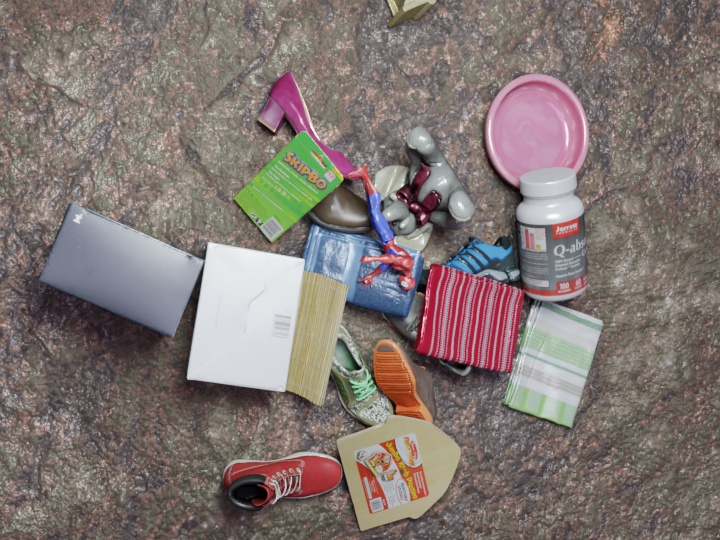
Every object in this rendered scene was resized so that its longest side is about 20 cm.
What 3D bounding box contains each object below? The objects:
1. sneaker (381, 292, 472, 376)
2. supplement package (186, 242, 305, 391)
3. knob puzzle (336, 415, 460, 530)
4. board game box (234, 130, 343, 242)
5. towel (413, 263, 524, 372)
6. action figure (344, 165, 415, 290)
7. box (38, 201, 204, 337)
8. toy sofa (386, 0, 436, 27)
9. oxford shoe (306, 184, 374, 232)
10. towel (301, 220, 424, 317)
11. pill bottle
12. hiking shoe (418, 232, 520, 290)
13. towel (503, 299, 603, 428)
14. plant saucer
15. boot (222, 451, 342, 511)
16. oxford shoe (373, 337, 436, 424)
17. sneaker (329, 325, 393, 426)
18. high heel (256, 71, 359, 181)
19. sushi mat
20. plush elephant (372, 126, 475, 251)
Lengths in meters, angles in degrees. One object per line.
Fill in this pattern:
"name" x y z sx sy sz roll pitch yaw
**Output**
"sneaker" 0.118 0.103 1.276 0.198 0.082 0.078 37 97 -11
"supplement package" -0.180 0.071 1.194 0.152 0.111 0.206 10 88 -13
"knob puzzle" 0.071 0.323 1.273 0.213 0.031 0.226 -3 109 -9
"board game box" -0.110 -0.130 1.183 0.096 0.199 0.030 48 43 -8
"towel" 0.182 0.081 1.254 0.196 0.022 0.149 14 84 -26
"action figure" 0.014 -0.048 1.178 0.098 0.065 0.203 -30 99 -2
"box" -0.337 0.000 1.111 0.193 0.200 0.120 24 84 -12
"toy sofa" 0.061 -0.522 1.272 0.096 0.083 0.204 -26 96 -17
"oxford shoe" -0.055 -0.123 1.219 0.196 0.085 0.074 24 54 -5
"towel" 0.000 0.000 1.245 0.195 0.049 0.115 16 87 4
"pill bottle" 0.322 -0.062 1.292 0.113 0.116 0.205 -15 110 -13
"hiking shoe" 0.179 -0.011 1.311 0.195 0.074 0.089 -6 84 -24
"towel" 0.348 0.165 1.366 0.146 0.031 0.205 19 85 -12
"plant saucer" 0.305 -0.238 1.347 0.195 0.051 0.207 0 90 -13
"boot" -0.113 0.334 1.193 0.194 0.144 0.075 0 88 -15
"oxford shoe" 0.075 0.176 1.255 0.074 0.070 0.203 -58 138 -41
"sneaker" -0.009 0.176 1.247 0.076 0.088 0.202 -37 98 -11
"high heel" -0.067 -0.232 1.248 0.198 0.067 0.097 35 92 2
"sushi mat" -0.076 0.107 1.220 0.012 0.094 0.205 -1 106 -54
"plush elephant" 0.091 -0.115 1.249 0.153 0.200 0.167 -33 84 11
